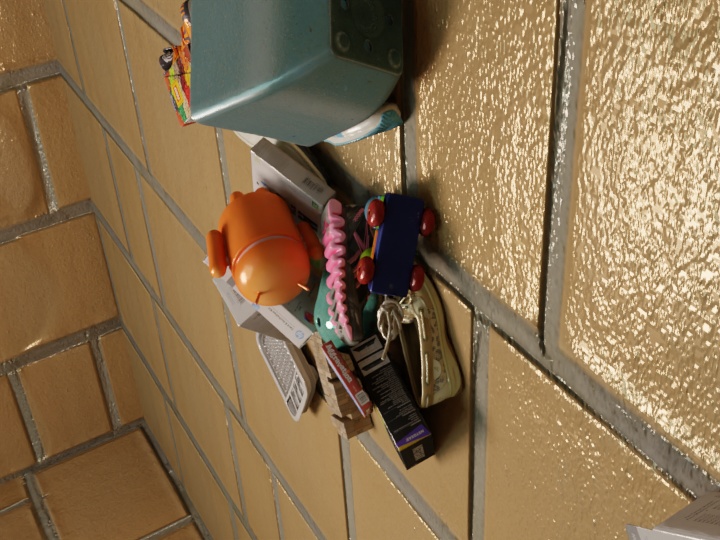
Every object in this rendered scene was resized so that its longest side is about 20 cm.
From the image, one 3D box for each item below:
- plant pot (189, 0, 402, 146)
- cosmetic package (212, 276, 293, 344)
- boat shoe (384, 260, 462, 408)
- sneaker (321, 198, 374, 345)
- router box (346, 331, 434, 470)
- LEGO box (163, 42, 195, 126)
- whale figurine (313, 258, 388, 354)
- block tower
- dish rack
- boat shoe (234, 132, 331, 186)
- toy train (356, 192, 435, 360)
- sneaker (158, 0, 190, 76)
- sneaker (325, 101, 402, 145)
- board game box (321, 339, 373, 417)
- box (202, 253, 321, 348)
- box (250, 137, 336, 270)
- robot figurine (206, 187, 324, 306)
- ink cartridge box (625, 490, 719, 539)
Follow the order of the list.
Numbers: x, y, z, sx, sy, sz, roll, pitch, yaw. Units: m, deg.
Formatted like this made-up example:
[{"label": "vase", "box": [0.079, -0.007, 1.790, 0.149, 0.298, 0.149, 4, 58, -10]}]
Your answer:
[{"label": "plant pot", "box": [-0.058, -0.269, 1.103, 0.198, 0.194, 0.200, -7, 82, 44]}, {"label": "cosmetic package", "box": [-0.152, 0.051, 1.626, 0.102, 0.071, 0.199, 57, -167, 25]}, {"label": "boat shoe", "box": [0.075, 0.079, 1.287, 0.073, 0.062, 0.203, -21, 89, 67]}, {"label": "sneaker", "box": [0.000, 0.000, 1.320, 0.079, 0.093, 0.204, 138, 129, -69]}, {"label": "router box", "box": [0.046, 0.190, 1.379, 0.159, 0.052, 0.200, 61, 176, 19]}, {"label": "LEGO box", "box": [-0.153, -0.276, 1.331, 0.148, 0.197, 0.079, -14, 97, 67]}, {"label": "whale figurine", "box": [-0.024, 0.025, 1.413, 0.158, 0.102, 0.204, 19, 123, 62]}, {"label": "block tower", "box": [-0.035, 0.176, 1.625, 0.054, 0.057, 0.204, 16, 122, 61]}, {"label": "dish rack", "box": [-0.139, 0.174, 1.872, 0.202, 0.043, 0.172, 60, 156, 21]}, {"label": "boat shoe", "box": [-0.114, -0.190, 1.480, 0.199, 0.062, 0.076, 38, 136, 15]}, {"label": "toy train", "box": [0.027, 0.002, 1.242, 0.116, 0.083, 0.204, -150, 70, -73]}, {"label": "sneaker", "box": [-0.283, -0.359, 1.585, 0.201, 0.110, 0.079, 70, -165, -64]}, {"label": "sneaker", "box": [-0.016, -0.209, 1.240, 0.199, 0.075, 0.082, 19, 125, 59]}, {"label": "board game box", "box": [-0.016, 0.157, 1.377, 0.104, 0.019, 0.200, 57, 175, 9]}, {"label": "box", "box": [-0.139, 0.010, 1.522, 0.199, 0.156, 0.041, 41, 114, -7]}, {"label": "box", "box": [-0.103, -0.098, 1.481, 0.144, 0.036, 0.201, 38, 155, 14]}, {"label": "robot figurine", "box": [-0.140, -0.031, 1.396, 0.117, 0.143, 0.202, -46, 45, 21]}, {"label": "ink cartridge box", "box": [0.342, 0.306, 0.849, 0.175, 0.083, 0.204, -14, 96, 67]}]
